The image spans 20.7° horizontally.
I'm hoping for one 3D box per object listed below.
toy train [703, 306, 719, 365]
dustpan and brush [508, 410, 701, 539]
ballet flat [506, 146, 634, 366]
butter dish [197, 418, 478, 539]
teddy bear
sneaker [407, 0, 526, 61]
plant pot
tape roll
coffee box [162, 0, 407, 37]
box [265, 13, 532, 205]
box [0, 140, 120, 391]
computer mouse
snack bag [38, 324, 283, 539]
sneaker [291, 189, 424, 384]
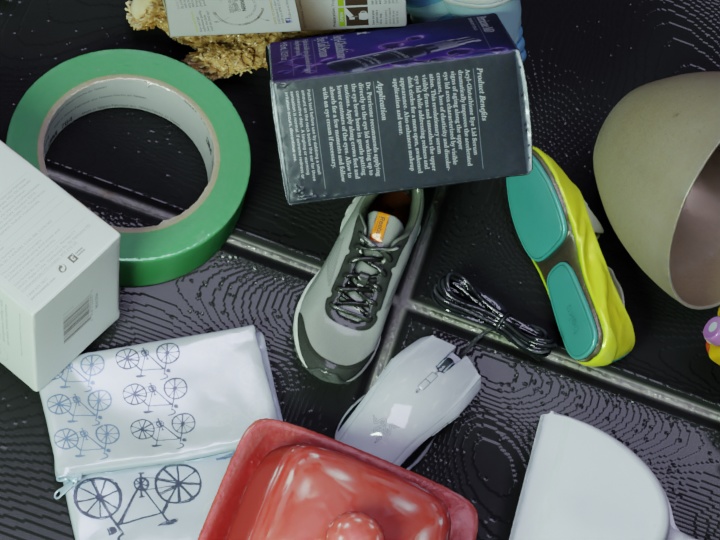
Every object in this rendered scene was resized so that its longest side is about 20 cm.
[{"bbox_3d":[0.342,0.079,1.643,0.200,0.056,0.150,-44,105,-37],"label":"toy train"},{"bbox_3d":[0.222,0.204,1.558,0.200,0.057,0.140,15,73,4],"label":"dustpan and brush"},{"bbox_3d":[0.180,-0.012,1.655,0.067,0.067,0.200,-2,65,-36],"label":"ballet flat"},{"bbox_3d":[-0.015,0.211,1.435,0.200,0.148,0.200,23,67,-3],"label":"butter dish"},{"bbox_3d":[-0.104,-0.215,1.702,0.200,0.067,0.145,9,52,1],"label":"teddy bear"},{"bbox_3d":[0.065,-0.221,1.729,0.080,0.131,0.200,-33,37,-27],"label":"sneaker"},{"bbox_3d":[0.274,-0.086,1.649,0.200,0.200,0.134,-37,50,-25],"label":"plant pot"},{"bbox_3d":[-0.191,-0.086,1.620,0.200,0.048,0.201,5,62,-9],"label":"tape roll"},{"bbox_3d":[-0.064,-0.262,1.635,0.200,0.080,0.113,-3,49,1],"label":"coffee box"},{"bbox_3d":[0.029,-0.132,1.589,0.200,0.148,0.104,-8,109,-2],"label":"box"},{"bbox_3d":[-0.289,-0.024,1.516,0.200,0.124,0.097,37,61,14],"label":"box"},{"bbox_3d":[0.060,0.089,1.583,0.110,0.044,0.200,39,63,9],"label":"computer mouse"},{"bbox_3d":[-0.145,0.146,1.526,0.188,0.021,0.200,-8,65,-16],"label":"snack bag"},{"bbox_3d":[0.000,0.000,1.597,0.074,0.079,0.200,22,63,-2],"label":"sneaker"}]
